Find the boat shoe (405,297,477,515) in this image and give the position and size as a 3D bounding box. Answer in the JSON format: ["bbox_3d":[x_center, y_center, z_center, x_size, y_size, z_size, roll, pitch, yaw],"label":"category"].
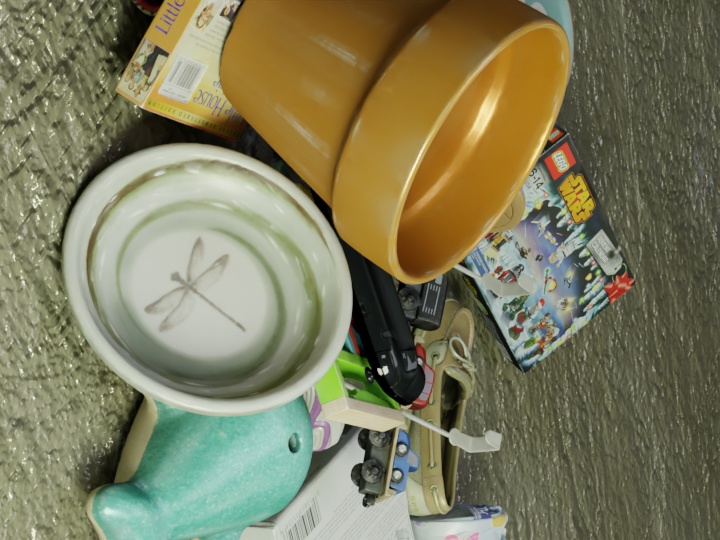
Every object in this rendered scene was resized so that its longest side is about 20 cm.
[{"bbox_3d":[0.069,0.113,1.865,0.073,0.063,0.201,58,41,-43],"label":"boat shoe"}]

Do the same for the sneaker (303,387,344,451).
[{"bbox_3d":[-0.054,0.034,1.616,0.201,0.075,0.100,67,27,-19],"label":"sneaker"}]

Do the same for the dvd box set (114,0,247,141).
[{"bbox_3d":[-0.076,-0.190,1.532,0.201,0.029,0.146,-60,156,7],"label":"dvd box set"}]

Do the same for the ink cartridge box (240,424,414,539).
[{"bbox_3d":[-0.019,0.223,1.722,0.200,0.043,0.174,-43,127,-55],"label":"ink cartridge box"}]

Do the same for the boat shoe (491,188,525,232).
[{"bbox_3d":[0.037,-0.093,1.693,0.069,0.199,0.071,-58,169,-53],"label":"boat shoe"}]

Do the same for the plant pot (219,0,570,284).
[{"bbox_3d":[0.012,-0.122,1.520,0.200,0.183,0.201,-46,156,-27],"label":"plant pot"}]

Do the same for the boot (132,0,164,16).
[{"bbox_3d":[-0.096,-0.270,1.556,0.154,0.073,0.205,-12,110,-60],"label":"boot"}]

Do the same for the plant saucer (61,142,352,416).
[{"bbox_3d":[-0.105,0.012,1.490,0.050,0.199,0.201,-55,-168,55],"label":"plant saucer"}]

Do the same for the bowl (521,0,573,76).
[{"bbox_3d":[0.115,-0.199,1.921,0.201,0.105,0.202,5,84,-62],"label":"bowl"}]

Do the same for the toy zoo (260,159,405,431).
[{"bbox_3d":[-0.027,0.014,1.594,0.131,0.020,0.201,25,44,-70],"label":"toy zoo"}]

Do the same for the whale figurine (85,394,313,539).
[{"bbox_3d":[-0.103,0.133,1.508,0.200,0.103,0.160,-44,127,-51],"label":"whale figurine"}]

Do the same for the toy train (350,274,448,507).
[{"bbox_3d":[0.033,0.082,1.668,0.046,0.034,0.201,18,71,-17],"label":"toy train"}]

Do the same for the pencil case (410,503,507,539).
[{"bbox_3d":[0.081,0.292,1.860,0.090,0.083,0.201,-2,92,-41],"label":"pencil case"}]

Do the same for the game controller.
[{"bbox_3d":[0.000,0.000,1.617,0.104,0.042,0.201,70,1,-74],"label":"game controller"}]

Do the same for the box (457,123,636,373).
[{"bbox_3d":[0.154,-0.020,1.975,0.137,0.040,0.200,-39,132,-9],"label":"box"}]

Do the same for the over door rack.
[{"bbox_3d":[0.028,0.046,1.737,0.199,0.067,0.148,22,69,-26],"label":"over door rack"}]
